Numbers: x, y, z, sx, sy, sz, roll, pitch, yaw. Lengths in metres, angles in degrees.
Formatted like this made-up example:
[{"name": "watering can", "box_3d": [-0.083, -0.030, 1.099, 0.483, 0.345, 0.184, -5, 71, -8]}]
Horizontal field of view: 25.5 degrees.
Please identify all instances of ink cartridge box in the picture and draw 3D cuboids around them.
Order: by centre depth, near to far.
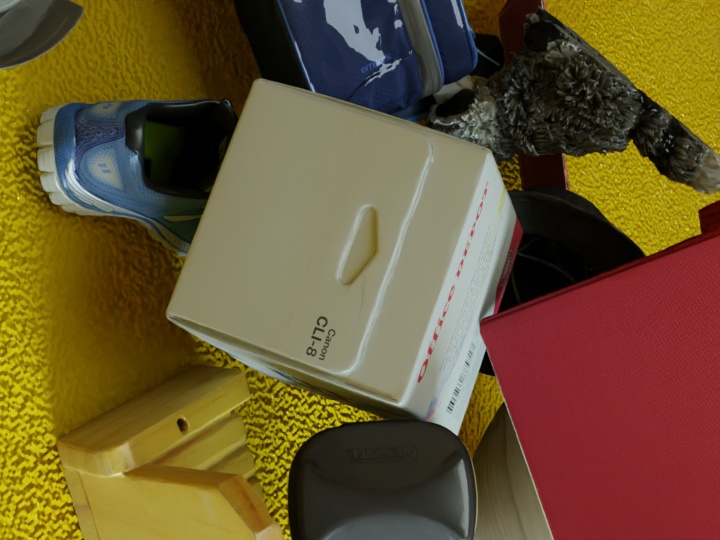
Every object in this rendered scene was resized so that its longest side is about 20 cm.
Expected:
[{"name": "ink cartridge box", "box_3d": [0.000, 0.000, 0.922, 0.200, 0.143, 0.147, 49, 60, -74]}]

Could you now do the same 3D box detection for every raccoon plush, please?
[{"name": "raccoon plush", "box_3d": [0.135, -0.081, 1.084, 0.200, 0.134, 0.097, 43, 15, 15]}]

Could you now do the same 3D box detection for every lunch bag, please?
[{"name": "lunch bag", "box_3d": [-0.013, -0.198, 0.994, 0.131, 0.136, 0.202, -25, 110, -12]}]

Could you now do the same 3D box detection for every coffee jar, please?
[{"name": "coffee jar", "box_3d": [0.009, 0.130, 0.899, 0.200, 0.103, 0.087, 102, -15, -82]}]

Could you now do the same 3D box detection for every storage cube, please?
[{"name": "storage cube", "box_3d": [0.197, 0.074, 0.967, 0.202, 0.178, 0.171, 69, 19, 4]}]

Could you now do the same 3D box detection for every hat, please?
[{"name": "hat", "box_3d": [0.121, -0.010, 1.131, 0.201, 0.199, 0.082, 52, 40, -35]}]

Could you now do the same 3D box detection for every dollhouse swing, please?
[{"name": "dollhouse swing", "box_3d": [-0.051, 0.166, 0.882, 0.181, 0.174, 0.202, -28, 105, -52]}]

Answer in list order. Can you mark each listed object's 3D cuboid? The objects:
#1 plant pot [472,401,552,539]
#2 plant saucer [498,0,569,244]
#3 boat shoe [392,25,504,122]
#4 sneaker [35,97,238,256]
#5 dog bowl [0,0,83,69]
[{"name": "plant pot", "box_3d": [0.134, 0.165, 1.103, 0.200, 0.092, 0.203, 37, 43, -44]}, {"name": "plant saucer", "box_3d": [0.138, -0.128, 1.243, 0.200, 0.036, 0.202, -63, 145, -77]}, {"name": "boat shoe", "box_3d": [0.046, -0.151, 1.145, 0.200, 0.083, 0.070, -34, 120, -53]}, {"name": "sneaker", "box_3d": [-0.094, -0.055, 0.930, 0.199, 0.088, 0.080, 10, 76, -57]}, {"name": "dog bowl", "box_3d": [-0.221, -0.197, 0.809, 0.199, 0.058, 0.203, 13, 74, -52]}]
